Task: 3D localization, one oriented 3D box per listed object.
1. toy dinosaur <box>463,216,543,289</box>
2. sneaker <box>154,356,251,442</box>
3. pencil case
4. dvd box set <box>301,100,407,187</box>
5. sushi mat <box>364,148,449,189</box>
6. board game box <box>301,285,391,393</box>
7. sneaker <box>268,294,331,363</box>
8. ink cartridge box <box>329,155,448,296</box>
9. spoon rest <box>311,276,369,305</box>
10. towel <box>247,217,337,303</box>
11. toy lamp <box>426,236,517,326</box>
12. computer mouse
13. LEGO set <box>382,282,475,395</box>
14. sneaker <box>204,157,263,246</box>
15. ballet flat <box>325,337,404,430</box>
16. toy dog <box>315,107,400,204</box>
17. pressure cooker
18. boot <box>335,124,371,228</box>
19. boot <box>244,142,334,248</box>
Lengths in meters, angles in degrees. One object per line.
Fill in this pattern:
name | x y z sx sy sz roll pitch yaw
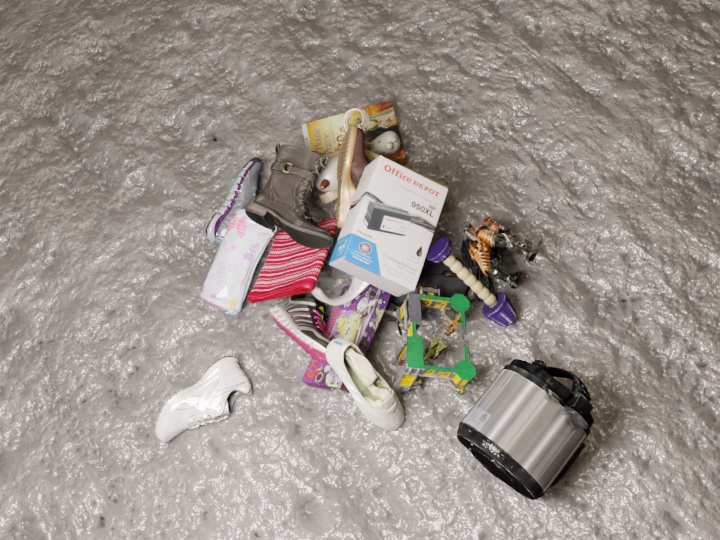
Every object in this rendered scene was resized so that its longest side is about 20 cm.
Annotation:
toy dinosaur | 0.239 -0.032 1.480 0.135 0.102 0.201 30 49 3
sneaker | -0.286 0.245 1.499 0.200 0.075 0.087 -41 69 -8
pencil case | -0.234 -0.017 1.586 0.090 0.083 0.201 22 81 12
dvd box set | -0.014 -0.262 1.699 0.198 0.029 0.148 -14 64 5
sushi mat | 0.065 -0.155 1.576 0.198 0.012 0.096 23 102 -6
board game box | -0.026 0.120 1.492 0.120 0.032 0.201 -5 56 54
sneaker | -0.090 0.095 1.502 0.087 0.074 0.200 -43 39 -11
ink cartridge box | 0.051 -0.077 1.448 0.144 0.084 0.202 24 74 -15
spoon rest | 0.000 0.000 1.514 0.199 0.061 0.099 -37 26 -19
towel | -0.126 -0.021 1.552 0.143 0.023 0.201 -12 38 26
toy lamp | 0.200 0.025 1.446 0.200 0.058 0.058 43 75 -18
computer mouse | 0.138 0.008 1.528 0.198 0.053 0.140 -14 64 5
LEGO set | 0.121 0.137 1.459 0.152 0.116 0.202 1 59 -16
sneaker | -0.232 -0.128 1.674 0.087 0.074 0.201 28 79 2
ballet flat | 0.016 0.197 1.399 0.069 0.069 0.201 -40 103 -8
toy dog | -0.020 -0.206 1.603 0.132 0.096 0.200 38 107 -15
pressure cooker | 0.274 0.240 1.321 0.175 0.179 0.200 34 77 27
boot | 0.040 -0.166 1.545 0.165 0.072 0.202 2 101 -14
boot | -0.106 -0.147 1.539 0.199 0.069 0.175 24 71 14
